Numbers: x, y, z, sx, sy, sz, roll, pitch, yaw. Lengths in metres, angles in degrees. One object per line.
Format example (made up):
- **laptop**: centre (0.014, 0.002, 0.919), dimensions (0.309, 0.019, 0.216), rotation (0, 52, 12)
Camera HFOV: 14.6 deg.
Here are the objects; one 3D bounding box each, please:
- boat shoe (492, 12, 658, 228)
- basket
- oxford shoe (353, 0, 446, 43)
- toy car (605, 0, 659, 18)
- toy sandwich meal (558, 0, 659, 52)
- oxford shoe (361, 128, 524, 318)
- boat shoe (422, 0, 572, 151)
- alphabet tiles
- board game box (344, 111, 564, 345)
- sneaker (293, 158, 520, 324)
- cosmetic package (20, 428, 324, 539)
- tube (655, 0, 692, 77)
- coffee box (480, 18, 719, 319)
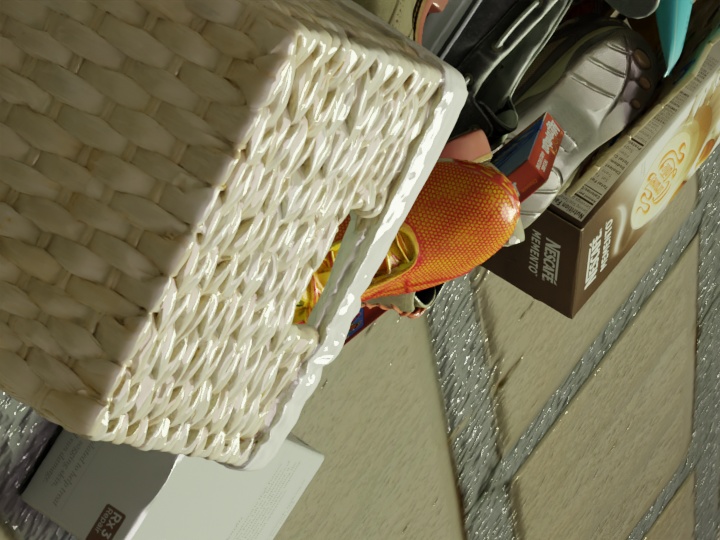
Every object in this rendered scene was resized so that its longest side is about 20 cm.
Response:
- **boat shoe**: centre (0.092, -0.080, 1.699), dimensions (0.200, 0.073, 0.075), rotation (-37, 120, 6)
- **basket**: centre (-0.100, -0.046, 1.143), dimensions (0.198, 0.200, 0.161), rotation (-62, 158, 9)
- **oxford shoe**: centre (-0.008, -0.122, 1.377), dimensions (0.075, 0.070, 0.200), rotation (57, 37, -41)
- **toy car**: centre (0.042, -0.170, 1.257), dimensions (0.164, 0.200, 0.158), rotation (91, 21, -58)
- **toy sandwich meal**: centre (0.180, -0.211, 1.727), dimensions (0.205, 0.070, 0.205), rotation (-49, 160, -25)
- **oxford shoe**: centre (0.000, 0.000, 1.519), dimensions (0.200, 0.075, 0.070), rotation (-31, 177, 33)
- **boat shoe**: centre (0.057, -0.098, 1.611), dimensions (0.072, 0.071, 0.200), rotation (-15, 136, -63)
- **alphabet tiles**: centre (0.192, -0.129, 1.733), dimensions (0.200, 0.006, 0.166), rotation (-46, -171, 44)
- **board game box**: centre (0.031, -0.010, 1.596), dimensions (0.200, 0.019, 0.103), rotation (-39, -171, 19)
- **sneaker**: centre (-0.009, -0.002, 1.445), dimensions (0.073, 0.200, 0.077), rotation (62, 24, -21)
- **cosmetic package**: centre (-0.101, 0.114, 1.558), dimensions (0.102, 0.074, 0.200), rotation (-58, 158, -2)
- **tube**: centre (0.184, -0.212, 1.619), dimensions (0.077, 0.050, 0.200), rotation (-18, 110, -75)
- **coffee box**: centre (0.170, -0.080, 1.889), dimensions (0.200, 0.080, 0.114), rotation (-48, 158, -25)
